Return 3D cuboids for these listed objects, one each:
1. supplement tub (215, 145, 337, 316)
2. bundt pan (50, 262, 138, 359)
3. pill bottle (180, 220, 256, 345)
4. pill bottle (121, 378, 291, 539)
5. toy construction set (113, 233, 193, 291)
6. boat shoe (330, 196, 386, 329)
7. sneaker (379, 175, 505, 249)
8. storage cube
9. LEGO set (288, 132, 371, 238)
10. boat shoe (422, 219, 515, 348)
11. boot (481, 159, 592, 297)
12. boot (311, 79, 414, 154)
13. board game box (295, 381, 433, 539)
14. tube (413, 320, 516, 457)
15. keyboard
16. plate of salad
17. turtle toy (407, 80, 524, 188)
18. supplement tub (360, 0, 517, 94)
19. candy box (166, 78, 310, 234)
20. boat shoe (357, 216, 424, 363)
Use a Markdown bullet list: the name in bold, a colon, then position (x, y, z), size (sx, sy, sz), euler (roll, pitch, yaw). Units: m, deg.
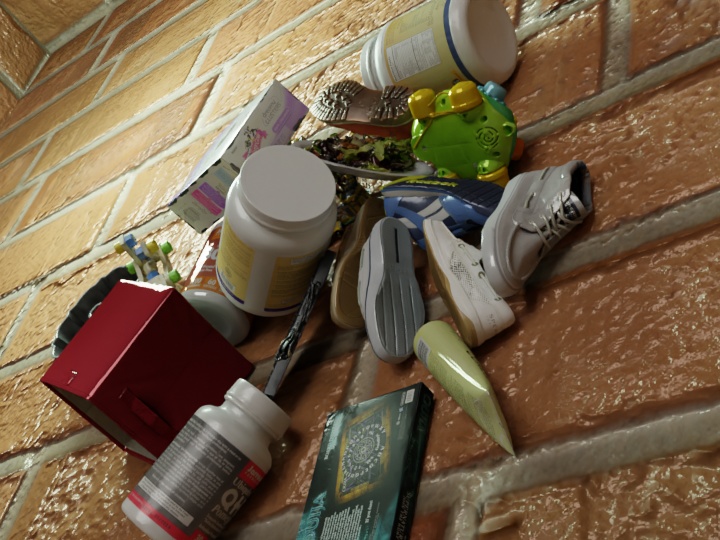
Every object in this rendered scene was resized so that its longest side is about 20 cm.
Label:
- **supplement tub**: position (-0.109, -0.050, 1.411), size (0.201, 0.144, 0.146), euler (110, -179, -51)
- **bundt pan**: position (-0.406, 0.088, 1.761), size (0.201, 0.076, 0.203), euler (-31, 32, 21)
- **pill bottle**: position (-0.181, -0.001, 1.555), size (0.111, 0.112, 0.201), euler (-18, 38, 38)
- **pill bottle**: position (-0.171, 0.227, 1.245), size (0.201, 0.111, 0.110), euler (-51, 30, -13)
- **toy construction set**: position (-0.275, 0.019, 1.608), size (0.092, 0.199, 0.132), euler (-37, 66, 19)
- **boat shoe**: position (0.000, 0.000, 1.381), size (0.069, 0.073, 0.201), euler (-46, 19, 49)
- **sneaker**: position (0.111, -0.067, 1.321), size (0.199, 0.083, 0.073), euler (11, 22, 43)
- **storage cube**: position (-0.286, 0.136, 1.447), size (0.199, 0.171, 0.181), euler (6, 54, 55)
- **LEGO set**: position (-0.059, -0.143, 1.581), size (0.153, 0.116, 0.201), euler (-25, 34, 29)
- **boat shoe**: position (0.121, 0.007, 1.215), size (0.069, 0.071, 0.201), euler (-19, 42, -2)
- **boot**: position (0.197, -0.055, 1.178), size (0.095, 0.074, 0.201), euler (-21, 29, 34)
- **boot**: position (0.018, -0.214, 1.566), size (0.199, 0.107, 0.076), euler (16, 70, 40)
- **board game box**: position (0.002, 0.217, 1.121), size (0.134, 0.028, 0.201), euler (-22, 36, 34)
- **tube**: position (0.108, 0.112, 1.095), size (0.052, 0.057, 0.200), euler (-65, 21, 12)
- **keyboard**: position (-0.076, 0.065, 1.338), size (0.127, 0.020, 0.202), euler (117, 176, -71)
- **plate of salad**: position (0.005, -0.161, 1.456), size (0.200, 0.198, 0.049), euler (-138, 56, -61)
- **turtle toy**: position (0.130, -0.177, 1.386), size (0.101, 0.147, 0.199), euler (-34, 22, -32)
- **supplement tub**: position (0.110, -0.310, 1.558), size (0.199, 0.145, 0.145), euler (-15, 39, 41)
- **candy box**: position (-0.179, -0.163, 1.580), size (0.199, 0.071, 0.169), euler (-30, 25, 54)
- **boat shoe**: position (0.032, 0.033, 1.289), size (0.067, 0.073, 0.202), euler (-47, 29, 45)
